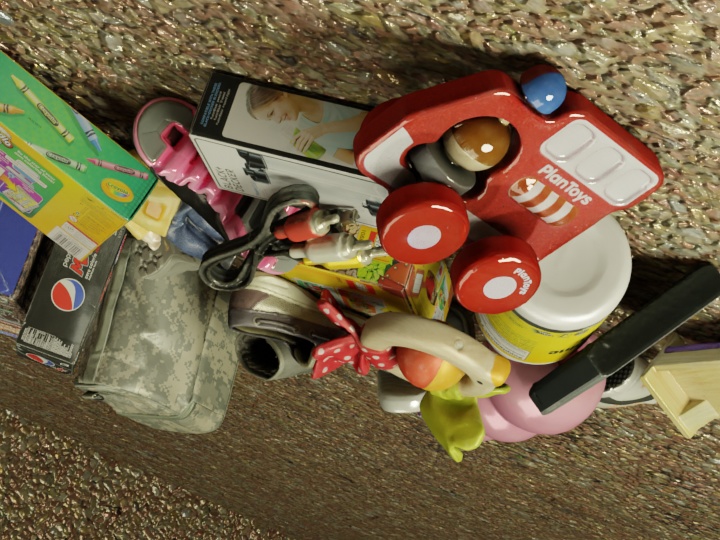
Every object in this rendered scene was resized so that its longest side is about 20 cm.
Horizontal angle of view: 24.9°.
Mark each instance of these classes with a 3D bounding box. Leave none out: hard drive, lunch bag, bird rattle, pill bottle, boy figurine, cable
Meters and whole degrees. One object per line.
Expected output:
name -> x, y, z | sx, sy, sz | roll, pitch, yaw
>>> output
hard drive -> 0.231, 0.063, 1.435 | 0.033, 0.139, 0.200 | 55, 165, 7
lunch bag -> -0.232, 0.068, 1.839 | 0.139, 0.202, 0.167 | 3, 161, 36
bird rattle -> 0.053, 0.072, 1.473 | 0.199, 0.113, 0.163 | 35, 156, -11
pill bottle -> 0.156, 0.016, 1.384 | 0.112, 0.113, 0.200 | 18, 164, 1
boy figurine -> -0.198, -0.070, 1.549 | 0.199, 0.065, 0.124 | 33, 139, -7
cable -> -0.076, -0.017, 1.358 | 0.199, 0.051, 0.097 | -19, 141, 35

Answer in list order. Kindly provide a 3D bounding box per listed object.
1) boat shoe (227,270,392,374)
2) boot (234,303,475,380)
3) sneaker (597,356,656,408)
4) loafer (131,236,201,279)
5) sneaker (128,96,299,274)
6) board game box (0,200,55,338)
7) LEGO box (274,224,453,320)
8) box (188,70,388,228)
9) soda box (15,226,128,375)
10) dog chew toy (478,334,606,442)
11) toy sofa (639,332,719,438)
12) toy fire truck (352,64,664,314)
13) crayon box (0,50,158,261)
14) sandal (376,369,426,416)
boat shoe -> -0.043, 0.064, 1.562 | 0.199, 0.065, 0.072 | 27, 160, -28
boot -> -0.005, 0.074, 1.689 | 0.199, 0.073, 0.181 | 0, 177, -37
sneaker -> 0.229, 0.118, 1.712 | 0.080, 0.074, 0.199 | 28, 162, -37
loafer -> -0.165, -0.035, 1.679 | 0.069, 0.070, 0.199 | -16, -178, -37
sneaker -> -0.130, -0.075, 1.450 | 0.200, 0.079, 0.095 | 46, 163, -19
board game box -> -0.367, -0.028, 1.732 | 0.096, 0.161, 0.200 | 17, 165, 4
LEGO box -> 0.000, 0.000, 1.565 | 0.148, 0.078, 0.200 | 14, 163, 14
box -> -0.029, -0.092, 1.330 | 0.198, 0.061, 0.117 | 15, 163, 12
soda box -> -0.286, 0.000, 1.656 | 0.063, 0.201, 0.071 | 21, 164, -5
dog chew toy -> 0.156, 0.116, 1.643 | 0.124, 0.125, 0.200 | 25, 148, -23
toy sofa -> 0.359, 0.089, 1.487 | 0.083, 0.098, 0.200 | 49, 155, -14
toy fire truck -> 0.100, -0.075, 1.163 | 0.168, 0.113, 0.200 | -36, 132, 26
crayon box -> -0.293, -0.105, 1.459 | 0.200, 0.058, 0.119 | 39, 147, -14
sandal -> 0.053, 0.130, 1.717 | 0.082, 0.050, 0.203 | 1, -172, 13
